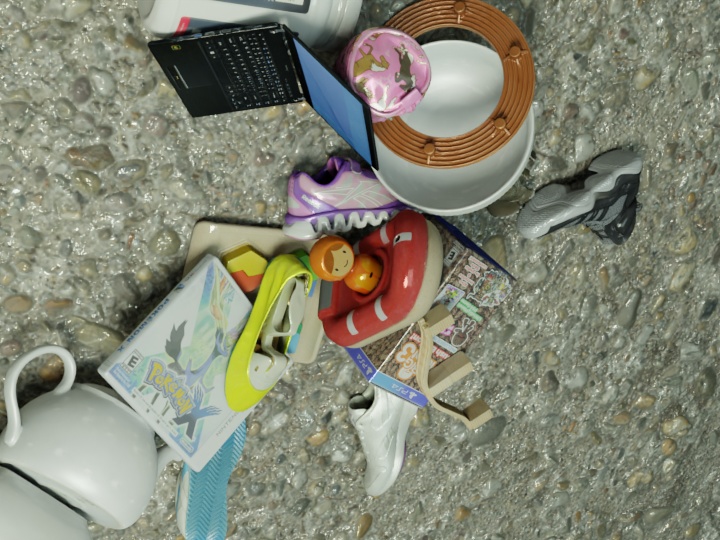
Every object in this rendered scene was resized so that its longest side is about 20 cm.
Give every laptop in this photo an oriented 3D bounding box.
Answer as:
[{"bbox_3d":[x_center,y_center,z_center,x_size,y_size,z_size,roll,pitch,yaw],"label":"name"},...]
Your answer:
[{"bbox_3d":[-0.089,-0.161,0.939,0.199,0.104,0.177,-8,166,2],"label":"laptop"}]

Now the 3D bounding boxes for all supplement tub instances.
[{"bbox_3d":[-0.111,-0.290,0.924,0.199,0.140,0.141,1,116,-26],"label":"supplement tub"}]

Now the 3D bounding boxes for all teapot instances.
[{"bbox_3d":[-0.313,0.195,1.087,0.197,0.200,0.147,26,63,0],"label":"teapot"}]

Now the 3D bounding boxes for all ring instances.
[{"bbox_3d":[0.095,-0.214,1.051,0.200,0.200,0.019,-45,166,3],"label":"ring"}]

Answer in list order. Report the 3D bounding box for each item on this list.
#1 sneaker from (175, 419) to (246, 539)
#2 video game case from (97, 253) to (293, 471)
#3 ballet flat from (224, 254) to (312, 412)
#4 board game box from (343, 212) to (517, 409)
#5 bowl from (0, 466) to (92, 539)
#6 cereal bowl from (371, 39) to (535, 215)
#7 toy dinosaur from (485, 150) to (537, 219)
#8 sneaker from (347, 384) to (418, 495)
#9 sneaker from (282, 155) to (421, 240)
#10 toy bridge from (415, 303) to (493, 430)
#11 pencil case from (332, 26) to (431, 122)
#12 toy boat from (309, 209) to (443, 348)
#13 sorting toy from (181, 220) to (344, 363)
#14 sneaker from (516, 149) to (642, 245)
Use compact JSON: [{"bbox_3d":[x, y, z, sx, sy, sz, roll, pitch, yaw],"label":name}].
[{"bbox_3d":[-0.203,0.254,1.218,0.076,0.081,0.201,11,91,-28],"label":"sneaker"},{"bbox_3d":[-0.185,0.112,1.100,0.182,0.022,0.200,-49,131,-20],"label":"video game case"},{"bbox_3d":[-0.105,0.079,1.103,0.067,0.067,0.201,17,92,-46],"label":"ballet flat"},{"bbox_3d":[0.070,0.038,1.176,0.097,0.159,0.200,30,100,-34],"label":"board game box"},{"bbox_3d":[-0.406,0.282,1.078,0.200,0.199,0.075,48,59,-33],"label":"bowl"},{"bbox_3d":[0.105,-0.159,1.093,0.200,0.200,0.083,-46,167,3],"label":"cereal bowl"},{"bbox_3d":[0.153,-0.129,1.175,0.199,0.077,0.102,30,134,-21],"label":"toy dinosaur"},{"bbox_3d":[0.021,0.222,1.318,0.099,0.075,0.201,8,109,-14],"label":"sneaker"},{"bbox_3d":[-0.003,-0.097,1.125,0.199,0.080,0.089,-13,103,-23],"label":"sneaker"},{"bbox_3d":[0.102,0.125,1.121,0.067,0.027,0.201,-32,129,-7],"label":"toy bridge"},{"bbox_3d":[0.016,-0.195,0.951,0.086,0.200,0.083,13,96,-7],"label":"pencil case"},{"bbox_3d":[0.000,0.000,1.076,0.130,0.131,0.200,24,145,-31],"label":"toy boat"},{"bbox_3d":[-0.124,0.036,1.157,0.199,0.036,0.186,6,113,-28],"label":"sorting toy"},{"bbox_3d":[0.309,-0.072,1.278,0.199,0.075,0.114,-32,123,-12],"label":"sneaker"}]
